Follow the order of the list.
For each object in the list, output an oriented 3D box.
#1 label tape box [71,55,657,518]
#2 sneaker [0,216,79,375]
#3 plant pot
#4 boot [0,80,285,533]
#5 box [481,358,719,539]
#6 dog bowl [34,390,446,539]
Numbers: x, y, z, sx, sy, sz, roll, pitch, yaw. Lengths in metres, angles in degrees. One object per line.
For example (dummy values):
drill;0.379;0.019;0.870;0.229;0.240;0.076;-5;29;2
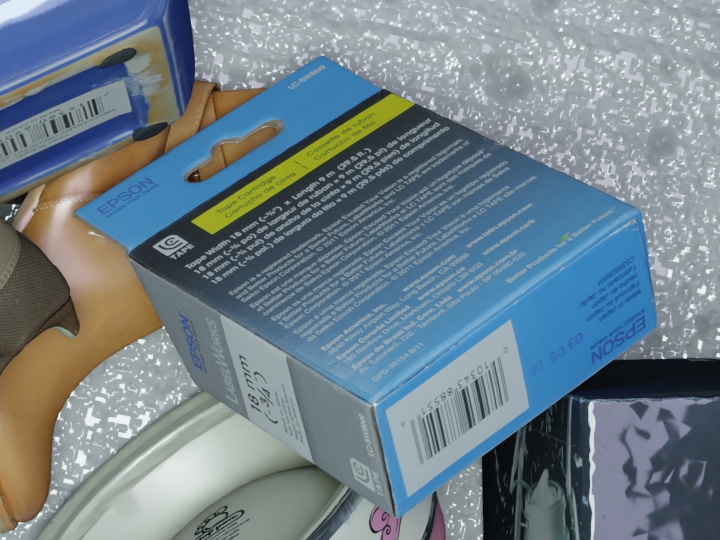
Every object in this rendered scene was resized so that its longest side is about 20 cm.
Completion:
label tape box;0.000;0.000;1.042;0.144;0.200;0.063;-34;130;-25
sneaker;-0.190;0.071;1.023;0.200;0.070;0.076;-49;128;-4
plant pot;-0.171;-0.125;1.015;0.200;0.200;0.180;-25;79;-6
boot;-0.100;0.012;1.115;0.155;0.077;0.200;-2;80;-6
box;0.129;0.141;1.088;0.124;0.200;0.197;0;91;-9
dog bowl;-0.052;0.124;1.069;0.200;0.200;0.074;-39;112;-6
